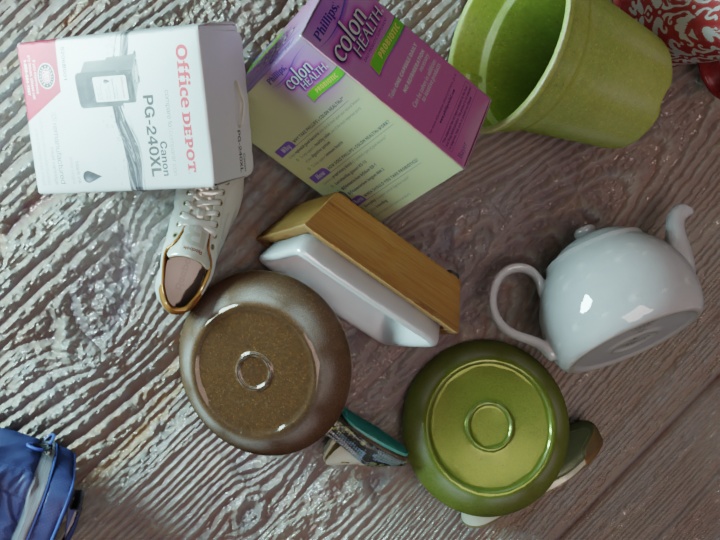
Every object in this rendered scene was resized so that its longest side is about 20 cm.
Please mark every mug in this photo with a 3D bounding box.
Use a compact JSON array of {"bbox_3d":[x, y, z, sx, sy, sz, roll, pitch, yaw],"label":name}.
[{"bbox_3d":[0.394,-0.276,1.046,0.175,0.200,0.135,25,94,-17],"label":"mug"}]

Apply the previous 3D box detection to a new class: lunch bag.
[{"bbox_3d":[-0.360,0.256,0.989,0.131,0.136,0.203,24,93,-18],"label":"lunch bag"}]

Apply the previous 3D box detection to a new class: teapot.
[{"bbox_3d":[0.276,0.018,1.104,0.198,0.197,0.148,-1,61,-45],"label":"teapot"}]

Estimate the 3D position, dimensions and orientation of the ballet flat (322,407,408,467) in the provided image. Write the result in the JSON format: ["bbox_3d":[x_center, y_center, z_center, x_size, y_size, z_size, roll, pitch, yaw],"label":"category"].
[{"bbox_3d":[-0.039,0.177,1.094,0.199,0.074,0.075,36,91,-9],"label":"ballet flat"}]

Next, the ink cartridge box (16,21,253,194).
[{"bbox_3d":[-0.212,-0.153,0.927,0.196,0.083,0.148,-1,102,19],"label":"ink cartridge box"}]

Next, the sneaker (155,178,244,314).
[{"bbox_3d":[-0.162,-0.049,1.008,0.072,0.085,0.204,13,96,-15],"label":"sneaker"}]

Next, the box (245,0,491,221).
[{"bbox_3d":[-0.006,-0.160,0.968,0.199,0.175,0.098,35,58,-18],"label":"box"}]

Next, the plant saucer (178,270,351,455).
[{"bbox_3d":[-0.108,0.103,1.031,0.197,0.037,0.204,2,99,13],"label":"plant saucer"}]

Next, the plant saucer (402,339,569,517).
[{"bbox_3d":[0.147,0.179,1.118,0.196,0.031,0.204,1,79,-3],"label":"plant saucer"}]

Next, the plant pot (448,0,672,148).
[{"bbox_3d":[0.222,-0.218,1.032,0.182,0.200,0.204,14,97,-28],"label":"plant pot"}]

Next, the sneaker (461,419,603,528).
[{"bbox_3d":[0.191,0.220,1.159,0.198,0.067,0.091,-31,112,-4],"label":"sneaker"}]

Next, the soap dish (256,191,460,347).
[{"bbox_3d":[0.000,0.000,1.028,0.199,0.157,0.082,35,74,-18],"label":"soap dish"}]
